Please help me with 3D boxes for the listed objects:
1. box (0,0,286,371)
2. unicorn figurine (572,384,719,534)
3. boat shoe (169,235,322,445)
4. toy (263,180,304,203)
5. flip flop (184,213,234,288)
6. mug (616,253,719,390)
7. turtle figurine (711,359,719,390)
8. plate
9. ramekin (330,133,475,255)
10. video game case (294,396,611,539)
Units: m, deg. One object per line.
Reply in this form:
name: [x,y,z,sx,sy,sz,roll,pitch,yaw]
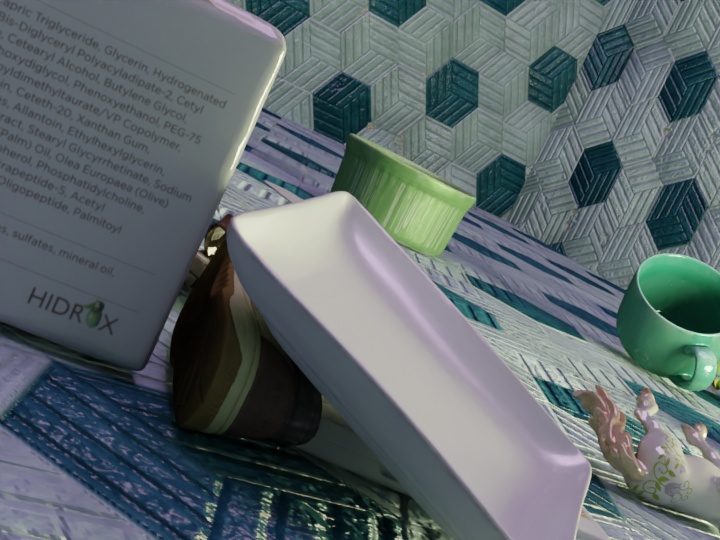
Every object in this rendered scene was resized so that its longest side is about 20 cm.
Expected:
box: [-0.171,-0.088,0.626,0.198,0.173,0.199,24,8,-22]
unicorn figurine: [0.248,0.149,0.916,0.197,0.075,0.138,10,21,-14]
boat shoe: [-0.054,0.035,0.632,0.064,0.074,0.200,29,16,-14]
toy: [0.000,0.000,1.111,0.199,0.048,0.115,36,8,33]
flip flop: [-0.074,-0.007,0.853,0.080,0.058,0.199,30,8,24]
mug: [0.413,0.079,1.709,0.151,0.115,0.185,29,43,13]
turtle figurine: [0.565,0.136,1.804,0.145,0.198,0.194,63,12,11]
plate: [0.026,0.050,0.598,0.200,0.032,0.199,49,15,4]
ramekin: [0.052,-0.102,1.775,0.198,0.099,0.200,27,7,-4]
video game case: [0.032,0.088,0.720,0.180,0.023,0.200,25,7,-14]
